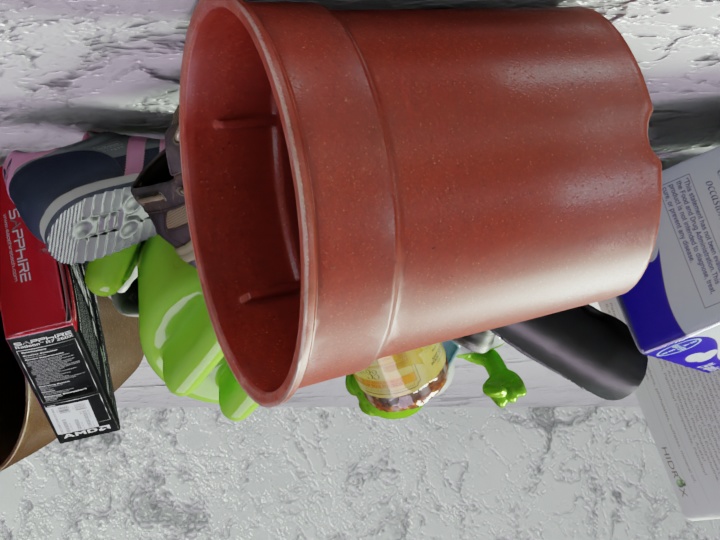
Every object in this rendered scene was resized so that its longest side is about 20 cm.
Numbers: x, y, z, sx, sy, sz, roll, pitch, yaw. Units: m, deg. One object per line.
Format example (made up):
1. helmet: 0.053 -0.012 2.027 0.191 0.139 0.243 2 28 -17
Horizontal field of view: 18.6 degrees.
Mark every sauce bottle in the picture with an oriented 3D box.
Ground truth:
1. sauce bottle: 0.000 0.000 1.428 0.066 0.201 0.066 -17 -149 11

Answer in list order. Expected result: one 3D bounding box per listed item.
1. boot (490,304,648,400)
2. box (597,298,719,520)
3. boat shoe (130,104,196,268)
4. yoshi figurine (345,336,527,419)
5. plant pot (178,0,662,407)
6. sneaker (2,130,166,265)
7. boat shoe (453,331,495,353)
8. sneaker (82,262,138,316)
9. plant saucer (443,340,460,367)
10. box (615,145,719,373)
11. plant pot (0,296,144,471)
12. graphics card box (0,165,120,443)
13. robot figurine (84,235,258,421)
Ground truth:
1. boot: 0.093 0.025 1.340 0.200 0.066 0.165 36 -171 -23
2. box: 0.322 0.056 1.638 0.198 0.201 0.171 -24 -177 -25
3. boat shoe: -0.076 -0.067 1.233 0.073 0.075 0.200 33 141 -11
4. yoshi figurine: 0.069 0.051 1.657 0.200 0.113 0.112 -37 145 17
5. plant pot: 0.031 -0.047 1.087 0.194 0.202 0.201 -8 175 -19
6. sneaker: -0.130 -0.065 1.370 0.199 0.070 0.082 -12 -135 -42
7. boat shoe: 0.026 -0.004 1.526 0.070 0.064 0.200 1 -158 -39
8. sneaker: -0.157 -0.010 1.599 0.075 0.093 0.200 -5 172 20
9. plant saucer: -0.012 0.005 1.600 0.200 0.019 0.070 34 159 6
10. box: 0.273 -0.021 1.411 0.199 0.105 0.184 -24 166 18
11. plant pot: -0.287 0.069 1.929 0.186 0.188 0.200 -8 -175 38
12. graphics card box: -0.211 0.025 1.511 0.051 0.126 0.200 -14 156 -2
13. robot figurine: -0.090 0.006 1.457 0.175 0.200 0.116 25 121 -24
